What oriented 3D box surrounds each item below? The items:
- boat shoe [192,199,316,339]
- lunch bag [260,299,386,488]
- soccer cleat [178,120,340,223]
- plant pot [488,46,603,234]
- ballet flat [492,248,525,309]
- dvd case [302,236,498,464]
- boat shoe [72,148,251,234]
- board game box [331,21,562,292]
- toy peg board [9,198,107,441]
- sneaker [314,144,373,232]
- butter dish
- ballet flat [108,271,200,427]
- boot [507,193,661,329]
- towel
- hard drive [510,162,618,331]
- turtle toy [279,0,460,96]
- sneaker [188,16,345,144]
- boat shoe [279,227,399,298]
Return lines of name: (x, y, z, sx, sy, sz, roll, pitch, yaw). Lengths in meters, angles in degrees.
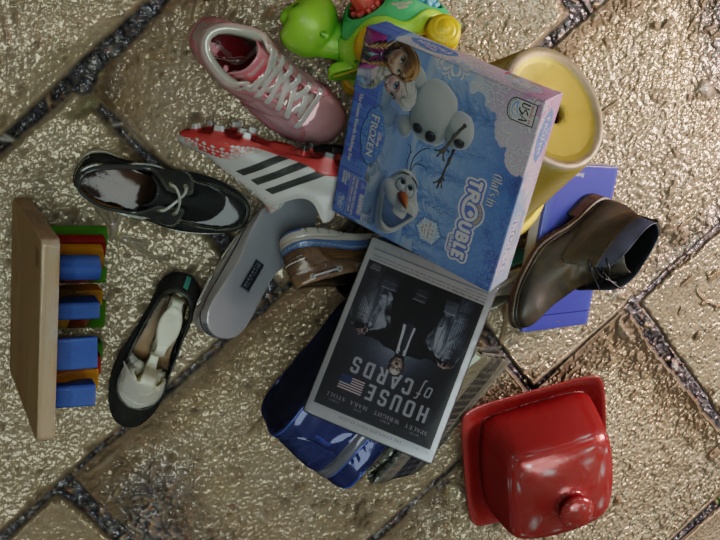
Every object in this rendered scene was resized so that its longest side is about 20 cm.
boat shoe: (-0.123, -0.012, 1.073, 0.072, 0.065, 0.201, 37, 73, -32)
lunch bag: (-0.005, 0.141, 1.103, 0.132, 0.136, 0.200, 40, 92, -18)
soccer cleat: (-0.110, -0.109, 1.024, 0.198, 0.069, 0.086, 14, 106, 10)
plant pot: (0.146, -0.135, 0.996, 0.199, 0.188, 0.203, 9, 71, -29)
ballet flat: (0.122, 0.028, 1.143, 0.198, 0.069, 0.070, -14, 107, -12)
dvd case: (0.043, 0.084, 1.008, 0.149, 0.025, 0.202, 21, 83, 3)
boat shoe: (-0.216, -0.078, 1.037, 0.198, 0.068, 0.073, 15, 99, -17)
board game box: (0.075, -0.111, 0.917, 0.198, 0.043, 0.202, 28, 124, 24)
toy peg board: (-0.304, 0.042, 0.990, 0.097, 0.199, 0.203, -2, 105, -28)
sneaker: (0.015, -0.086, 1.084, 0.198, 0.076, 0.092, 14, 107, -14)
butter dish: (0.239, 0.257, 1.168, 0.197, 0.148, 0.202, -14, 119, -11)
ballet flat: (-0.240, 0.096, 1.075, 0.067, 0.068, 0.202, 19, 100, -15)
boot: (0.254, -0.004, 1.073, 0.200, 0.096, 0.075, -50, 131, -16)
towel: (0.094, 0.166, 1.117, 0.034, 0.192, 0.201, 41, 97, 19)
hard drive: (0.249, -0.030, 1.144, 0.131, 0.025, 0.202, -3, 107, -41)
turtle toy: (0.013, -0.256, 1.013, 0.198, 0.146, 0.102, -10, 85, -10)
sneaker: (-0.095, -0.198, 1.013, 0.199, 0.105, 0.076, 35, 93, -19)
boat shoe: (0.000, 0.000, 1.074, 0.198, 0.072, 0.073, 2, 69, -28)
